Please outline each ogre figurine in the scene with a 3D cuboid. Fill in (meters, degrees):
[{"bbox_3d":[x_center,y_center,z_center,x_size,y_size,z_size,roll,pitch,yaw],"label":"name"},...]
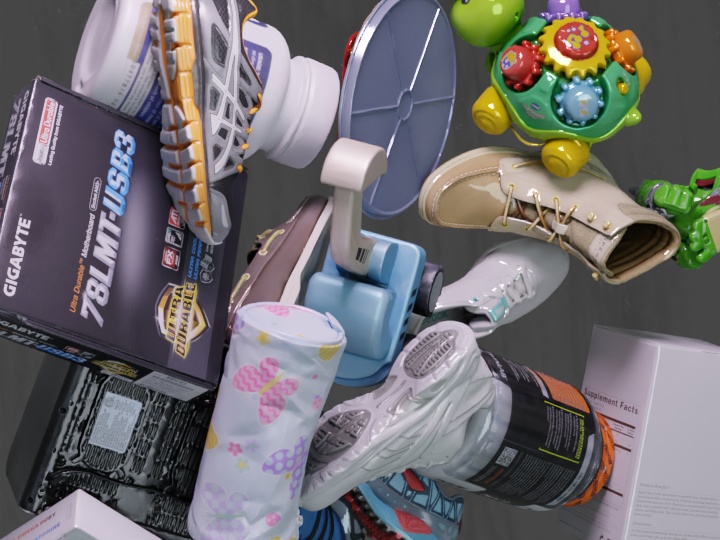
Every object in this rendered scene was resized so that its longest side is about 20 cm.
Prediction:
[{"bbox_3d":[0.339,-0.045,1.595,0.199,0.120,0.099,-2,103,-21],"label":"ogre figurine"}]

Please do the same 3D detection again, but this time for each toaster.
[{"bbox_3d":[-0.180,0.123,1.403,0.180,0.119,0.201,20,90,-24],"label":"toaster"}]

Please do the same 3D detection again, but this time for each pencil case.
[{"bbox_3d":[-0.073,0.125,1.313,0.090,0.083,0.201,13,105,-3],"label":"pencil case"}]

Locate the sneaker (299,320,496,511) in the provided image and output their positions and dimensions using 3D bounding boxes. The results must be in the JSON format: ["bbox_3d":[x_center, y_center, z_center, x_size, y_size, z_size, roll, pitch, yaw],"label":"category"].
[{"bbox_3d":[0.034,0.139,1.382,0.200,0.078,0.100,-39,121,0],"label":"sneaker"}]

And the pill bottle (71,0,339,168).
[{"bbox_3d":[-0.124,-0.156,1.386,0.199,0.120,0.120,19,90,-23],"label":"pill bottle"}]

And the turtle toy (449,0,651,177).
[{"bbox_3d":[0.164,-0.186,1.494,0.199,0.101,0.146,33,63,14],"label":"turtle toy"}]

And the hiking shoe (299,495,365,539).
[{"bbox_3d":[-0.055,0.214,1.463,0.087,0.074,0.201,-48,139,-32],"label":"hiking shoe"}]

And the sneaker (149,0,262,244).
[{"bbox_3d":[-0.110,-0.120,1.293,0.077,0.078,0.201,-8,102,-25],"label":"sneaker"}]

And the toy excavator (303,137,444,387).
[{"bbox_3d":[0.000,0.000,1.382,0.099,0.200,0.196,16,91,15],"label":"toy excavator"}]

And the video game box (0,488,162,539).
[{"bbox_3d":[-0.219,0.275,1.377,0.182,0.047,0.200,-34,127,23],"label":"video game box"}]

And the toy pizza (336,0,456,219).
[{"bbox_3d":[0.026,-0.144,1.453,0.200,0.032,0.201,-34,130,-53],"label":"toy pizza"}]

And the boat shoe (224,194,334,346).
[{"bbox_3d":[-0.069,-0.002,1.420,0.059,0.201,0.072,16,132,5],"label":"boat shoe"}]

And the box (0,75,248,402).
[{"bbox_3d":[-0.191,-0.022,1.309,0.198,0.050,0.201,24,59,-30],"label":"box"}]

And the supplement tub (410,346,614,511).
[{"bbox_3d":[0.132,0.145,1.517,0.199,0.122,0.123,24,88,-42],"label":"supplement tub"}]

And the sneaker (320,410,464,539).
[{"bbox_3d":[0.018,0.182,1.531,0.200,0.079,0.096,47,62,-25],"label":"sneaker"}]

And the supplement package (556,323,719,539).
[{"bbox_3d":[0.280,0.163,1.599,0.121,0.120,0.201,9,94,-24],"label":"supplement package"}]

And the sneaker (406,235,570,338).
[{"bbox_3d":[0.115,0.029,1.529,0.199,0.088,0.076,-25,105,-18],"label":"sneaker"}]

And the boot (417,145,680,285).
[{"bbox_3d":[0.166,-0.046,1.496,0.199,0.156,0.073,-4,121,-28],"label":"boot"}]
